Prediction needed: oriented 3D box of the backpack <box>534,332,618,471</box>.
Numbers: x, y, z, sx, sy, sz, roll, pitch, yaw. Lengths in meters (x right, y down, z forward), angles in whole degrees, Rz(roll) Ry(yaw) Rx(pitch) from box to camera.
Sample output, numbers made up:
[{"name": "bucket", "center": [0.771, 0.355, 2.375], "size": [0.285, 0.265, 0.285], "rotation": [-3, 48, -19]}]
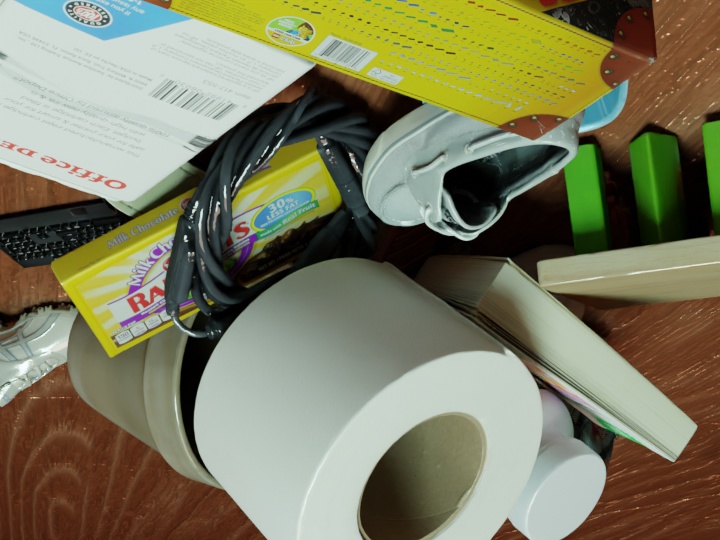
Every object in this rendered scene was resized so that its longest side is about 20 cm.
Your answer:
[{"name": "backpack", "center": [0.155, 0.128, 1.092], "size": [0.176, 0.154, 0.200], "rotation": [-17, -172, 33]}]

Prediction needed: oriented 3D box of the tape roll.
[{"name": "tape roll", "center": [0.005, 0.109, 0.792], "size": [0.203, 0.203, 0.139], "rotation": [27, -173, -45]}]

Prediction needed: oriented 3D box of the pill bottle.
[{"name": "pill bottle", "center": [0.097, 0.125, 0.921], "size": [0.112, 0.112, 0.200], "rotation": [27, -172, -45]}]

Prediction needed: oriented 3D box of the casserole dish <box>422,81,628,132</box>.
[{"name": "casserole dish", "center": [0.088, -0.133, 0.646], "size": [0.121, 0.039, 0.200], "rotation": [-4, 157, 12]}]

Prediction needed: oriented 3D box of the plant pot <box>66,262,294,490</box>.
[{"name": "plant pot", "center": [-0.152, 0.077, 1.003], "size": [0.173, 0.200, 0.200], "rotation": [6, 163, 35]}]

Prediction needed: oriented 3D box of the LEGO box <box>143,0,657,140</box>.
[{"name": "LEGO box", "center": [0.013, -0.157, 0.455], "size": [0.200, 0.149, 0.077], "rotation": [14, 154, -28]}]

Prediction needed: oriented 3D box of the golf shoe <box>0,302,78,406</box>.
[{"name": "golf shoe", "center": [-0.322, 0.087, 1.123], "size": [0.199, 0.097, 0.078], "rotation": [-4, 155, 11]}]

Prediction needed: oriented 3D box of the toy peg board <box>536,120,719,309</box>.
[{"name": "toy peg board", "center": [0.243, -0.039, 0.819], "size": [0.200, 0.098, 0.199], "rotation": [-8, 171, 23]}]

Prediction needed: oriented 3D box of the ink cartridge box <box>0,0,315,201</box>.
[{"name": "ink cartridge box", "center": [-0.137, -0.125, 0.621], "size": [0.146, 0.086, 0.200], "rotation": [19, 153, -33]}]

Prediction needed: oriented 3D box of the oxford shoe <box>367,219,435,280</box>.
[{"name": "oxford shoe", "center": [0.000, 0.000, 0.929], "size": [0.070, 0.075, 0.200], "rotation": [-24, 153, -37]}]

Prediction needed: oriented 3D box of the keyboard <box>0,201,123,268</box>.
[{"name": "keyboard", "center": [-0.204, -0.017, 0.940], "size": [0.200, 0.040, 0.104], "rotation": [-7, 155, 21]}]

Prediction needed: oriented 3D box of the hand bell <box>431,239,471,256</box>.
[{"name": "hand bell", "center": [0.040, 0.035, 1.011], "size": [0.104, 0.104, 0.200], "rotation": [12, 144, -23]}]

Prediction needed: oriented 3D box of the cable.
[{"name": "cable", "center": [-0.045, -0.036, 0.767], "size": [0.163, 0.051, 0.200], "rotation": [-10, 138, -32]}]

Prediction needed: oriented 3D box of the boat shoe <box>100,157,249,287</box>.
[{"name": "boat shoe", "center": [-0.135, -0.049, 0.835], "size": [0.066, 0.075, 0.199], "rotation": [38, -178, 36]}]

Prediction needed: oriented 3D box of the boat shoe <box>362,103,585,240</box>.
[{"name": "boat shoe", "center": [0.059, -0.059, 0.685], "size": [0.070, 0.072, 0.201], "rotation": [14, 155, -25]}]

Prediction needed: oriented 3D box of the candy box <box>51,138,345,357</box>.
[{"name": "candy box", "center": [-0.105, -0.017, 0.807], "size": [0.200, 0.026, 0.102], "rotation": [-29, 144, -8]}]

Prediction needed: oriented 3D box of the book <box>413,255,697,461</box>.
[{"name": "book", "center": [0.143, 0.061, 0.871], "size": [0.200, 0.048, 0.134], "rotation": [37, 174, -17]}]

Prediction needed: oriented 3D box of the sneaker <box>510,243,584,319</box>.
[{"name": "sneaker", "center": [0.119, 0.048, 1.006], "size": [0.075, 0.089, 0.200], "rotation": [13, 155, -28]}]
